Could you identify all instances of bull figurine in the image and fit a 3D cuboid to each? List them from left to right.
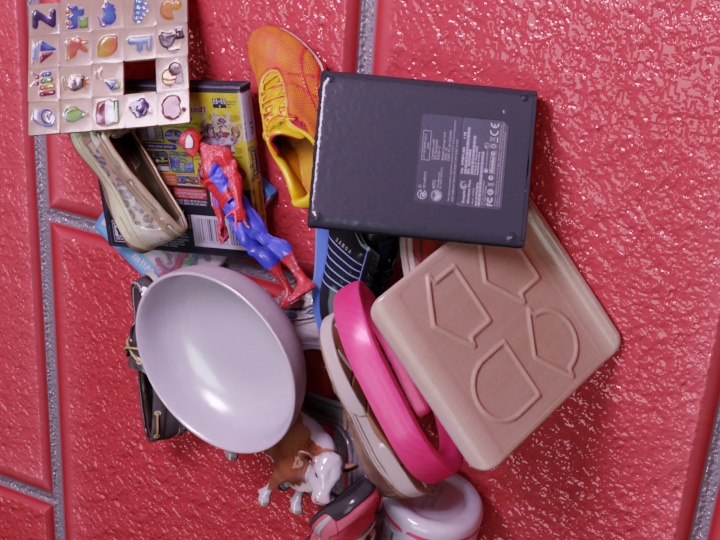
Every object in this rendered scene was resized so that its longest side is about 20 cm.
[{"bbox_3d":[-0.081,0.184,1.309,0.201,0.064,0.122,54,128,35],"label":"bull figurine"}]

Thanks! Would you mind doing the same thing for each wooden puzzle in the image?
[{"bbox_3d":[0.125,0.054,1.152,0.186,0.199,0.046,55,156,-5],"label":"wooden puzzle"}]

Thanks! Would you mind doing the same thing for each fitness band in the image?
[{"bbox_3d":[0.037,0.101,1.154,0.037,0.144,0.202,-27,94,15],"label":"fitness band"}]

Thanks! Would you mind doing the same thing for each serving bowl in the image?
[{"bbox_3d":[-0.130,0.080,1.246,0.198,0.066,0.203,17,123,28],"label":"serving bowl"}]

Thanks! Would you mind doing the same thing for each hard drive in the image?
[{"bbox_3d":[0.055,-0.100,1.117,0.196,0.033,0.142,6,88,0],"label":"hard drive"}]

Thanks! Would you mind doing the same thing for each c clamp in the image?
[{"bbox_3d":[-0.042,0.218,1.328,0.199,0.027,0.174,20,110,48],"label":"c clamp"}]

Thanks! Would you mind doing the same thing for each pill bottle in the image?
[{"bbox_3d":[0.060,0.318,1.325,0.107,0.109,0.203,22,120,16],"label":"pill bottle"}]

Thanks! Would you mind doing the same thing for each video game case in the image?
[{"bbox_3d":[-0.193,-0.108,1.296,0.197,0.025,0.184,5,114,26],"label":"video game case"},{"bbox_3d":[-0.193,-0.066,1.339,0.143,0.018,0.200,43,124,3],"label":"video game case"}]

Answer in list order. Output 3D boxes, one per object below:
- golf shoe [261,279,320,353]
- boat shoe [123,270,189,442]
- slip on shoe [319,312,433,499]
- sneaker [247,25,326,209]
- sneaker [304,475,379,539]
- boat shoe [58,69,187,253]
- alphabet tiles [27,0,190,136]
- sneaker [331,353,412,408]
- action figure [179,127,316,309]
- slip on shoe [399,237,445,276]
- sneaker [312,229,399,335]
[{"bbox_3d":[-0.103,0.064,1.320,0.197,0.078,0.099,-3,116,29],"label":"golf shoe"},{"bbox_3d":[-0.230,0.100,1.384,0.072,0.060,0.204,31,136,54],"label":"boat shoe"},{"bbox_3d":[0.005,0.136,1.215,0.060,0.076,0.202,-19,108,38],"label":"slip on shoe"},{"bbox_3d":[-0.063,-0.151,1.180,0.073,0.077,0.202,-34,69,29],"label":"sneaker"},{"bbox_3d":[-0.007,0.279,1.244,0.087,0.073,0.201,44,143,16],"label":"sneaker"},{"bbox_3d":[-0.240,-0.119,1.261,0.062,0.073,0.202,-20,104,24],"label":"boat shoe"},{"bbox_3d":[-0.249,-0.237,1.225,0.164,0.008,0.204,-3,80,7],"label":"alphabet tiles"},{"bbox_3d":[0.061,0.097,1.262,0.197,0.074,0.089,-6,97,21],"label":"sneaker"},{"bbox_3d":[-0.120,-0.054,1.226,0.202,0.051,0.065,59,153,3],"label":"action figure"},{"bbox_3d":[0.085,0.053,1.185,0.060,0.074,0.203,-15,72,13],"label":"slip on shoe"},{"bbox_3d":[0.000,0.000,1.222,0.077,0.070,0.204,9,108,43],"label":"sneaker"}]
